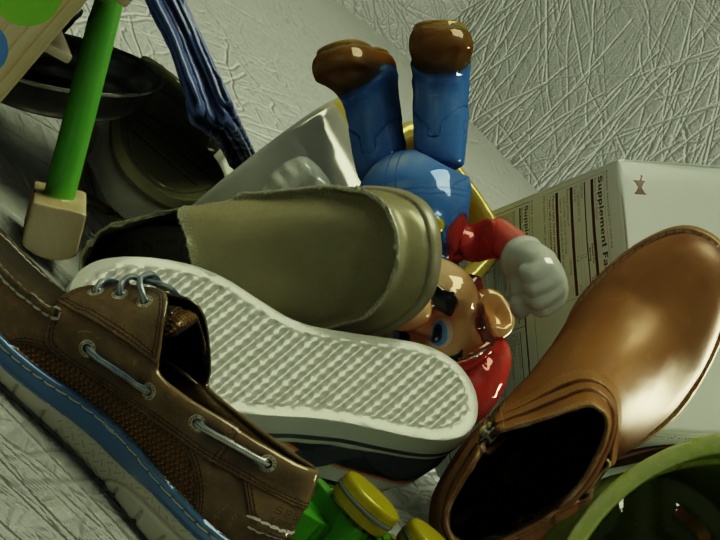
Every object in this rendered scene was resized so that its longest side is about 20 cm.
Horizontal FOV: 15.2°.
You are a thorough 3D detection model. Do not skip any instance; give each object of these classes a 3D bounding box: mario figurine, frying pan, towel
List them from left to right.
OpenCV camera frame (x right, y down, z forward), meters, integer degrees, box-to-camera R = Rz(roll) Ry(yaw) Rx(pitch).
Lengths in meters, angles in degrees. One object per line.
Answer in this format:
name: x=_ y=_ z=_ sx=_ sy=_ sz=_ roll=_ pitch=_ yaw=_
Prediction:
frying pan: x=-0.196 y=-0.111 z=1.403 sx=0.188 sy=0.031 sz=0.115 roll=10 pitch=18 yaw=-8
towel: x=-0.094 y=-0.119 z=1.461 sx=0.200 sy=0.024 sz=0.146 roll=69 pitch=-3 yaw=-78
mario figurine: x=0.026 y=-0.020 z=1.307 sx=0.105 sy=0.123 sz=0.202 roll=-1 pitch=77 yaw=-34

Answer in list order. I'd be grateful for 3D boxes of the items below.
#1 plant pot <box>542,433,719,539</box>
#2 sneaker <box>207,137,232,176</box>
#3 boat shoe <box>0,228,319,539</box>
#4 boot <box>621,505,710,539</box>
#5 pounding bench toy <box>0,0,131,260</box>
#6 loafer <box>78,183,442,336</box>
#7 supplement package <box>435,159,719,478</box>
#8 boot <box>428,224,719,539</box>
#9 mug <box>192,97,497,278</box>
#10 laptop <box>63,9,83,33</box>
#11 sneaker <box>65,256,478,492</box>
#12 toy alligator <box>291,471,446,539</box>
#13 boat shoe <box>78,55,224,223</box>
plant pot: x=0.163 y=0.171 z=1.361 sx=0.200 sy=0.200 sz=0.190 roll=41 pitch=-4 yaw=-10
sneaker: x=-0.073 y=-0.024 z=1.596 sx=0.200 sy=0.066 sz=0.091 roll=39 pitch=-10 yaw=35
boat shoe: x=-0.094 y=0.040 z=1.100 sx=0.200 sy=0.072 sz=0.072 roll=45 pitch=8 yaw=13
boot: x=0.210 y=0.139 z=1.578 sx=0.069 sy=0.199 sz=0.188 roll=63 pitch=11 yaw=8
pounding bench toy: x=-0.167 y=-0.120 z=1.286 sx=0.200 sy=0.156 sz=0.124 roll=39 pitch=8 yaw=-23
loafer: x=-0.052 y=0.001 z=1.278 sx=0.068 sy=0.199 sz=0.076 roll=-2 pitch=85 yaw=-55
supplement package: x=0.168 y=0.036 z=1.520 sx=0.190 sy=0.148 sz=0.200 roll=3 pitch=-13 yaw=-30
boot: x=0.103 y=0.056 z=1.248 sx=0.077 sy=0.200 sz=0.155 roll=47 pitch=1 yaw=6
mug: x=-0.003 y=0.002 z=1.419 sx=0.153 sy=0.186 sz=0.149 roll=51 pitch=-9 yaw=3
laptop: x=-0.224 y=-0.207 z=1.410 sx=0.186 sy=0.117 sz=0.200 roll=21 pitch=9 yaw=-4
sneaker: x=-0.051 y=0.059 z=1.233 sx=0.199 sy=0.079 sz=0.079 roll=19 pitch=50 yaw=-18
toy alligator: x=0.016 y=0.137 z=1.174 sx=0.200 sy=0.059 sz=0.054 roll=39 pitch=9 yaw=-28
boat shoe: x=-0.122 y=-0.055 z=1.485 sx=0.075 sy=0.068 sz=0.200 roll=41 pitch=13 yaw=-12
